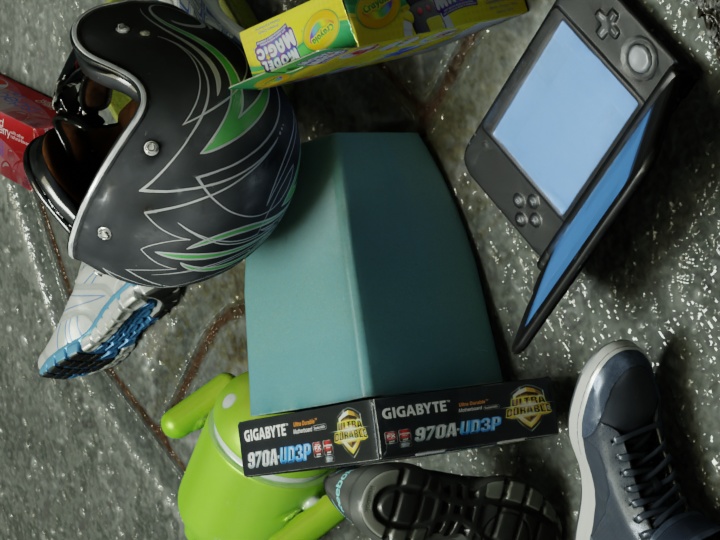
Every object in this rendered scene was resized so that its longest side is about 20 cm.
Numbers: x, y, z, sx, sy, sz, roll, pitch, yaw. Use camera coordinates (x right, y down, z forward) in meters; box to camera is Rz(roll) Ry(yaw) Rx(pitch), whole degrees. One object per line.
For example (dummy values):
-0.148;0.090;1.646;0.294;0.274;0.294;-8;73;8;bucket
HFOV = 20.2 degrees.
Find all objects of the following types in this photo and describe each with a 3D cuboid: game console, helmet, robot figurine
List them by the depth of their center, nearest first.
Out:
0.132;-0.077;1.379;0.176;0.116;0.200;52;133;23;game console
-0.139;-0.082;1.461;0.191;0.200;0.200;54;135;27;helmet
-0.082;0.164;1.686;0.175;0.116;0.200;48;132;29;robot figurine

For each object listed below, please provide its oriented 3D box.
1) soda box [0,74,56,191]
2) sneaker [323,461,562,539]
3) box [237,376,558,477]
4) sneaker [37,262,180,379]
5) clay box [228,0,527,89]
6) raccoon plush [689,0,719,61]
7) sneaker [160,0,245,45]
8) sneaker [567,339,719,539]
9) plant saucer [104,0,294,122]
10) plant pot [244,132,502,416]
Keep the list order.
-0.338;-0.138;1.902;0.200;0.070;0.063;25;119;40;soda box
0.063;0.177;1.492;0.079;0.200;0.075;5;76;57;sneaker
0.024;0.118;1.502;0.200;0.159;0.046;-16;80;57;box
-0.240;0.031;1.859;0.200;0.075;0.087;-40;65;38;sneaker
0.008;-0.173;1.419;0.115;0.200;0.048;-16;90;48;clay box
0.262;-0.211;1.248;0.134;0.097;0.200;-25;113;35;raccoon plush
-0.139;-0.179;1.589;0.075;0.088;0.200;-42;72;43;sneaker
0.213;0.156;1.383;0.146;0.077;0.202;32;134;50;sneaker
-0.138;-0.169;1.692;0.200;0.048;0.200;-47;67;44;plant saucer
0.000;0.000;1.537;0.141;0.141;0.200;-13;82;48;plant pot
